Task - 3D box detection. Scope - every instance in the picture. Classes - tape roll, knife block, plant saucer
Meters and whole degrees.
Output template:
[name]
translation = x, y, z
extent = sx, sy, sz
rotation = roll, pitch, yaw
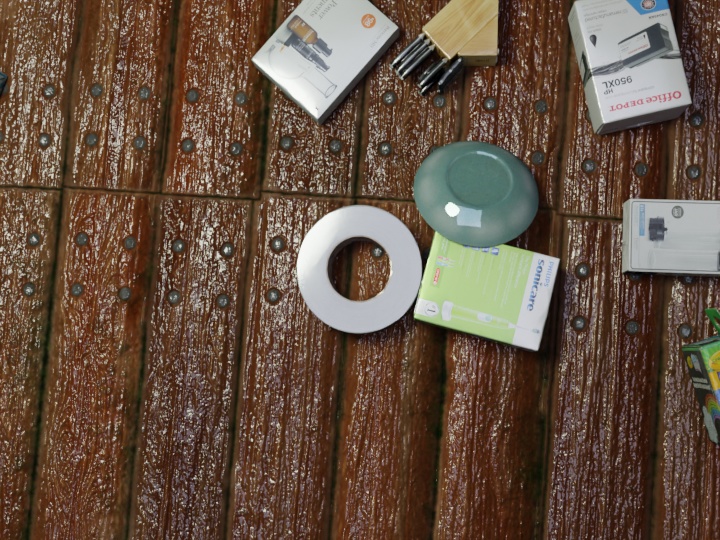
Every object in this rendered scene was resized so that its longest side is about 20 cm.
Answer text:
[tape roll]
translation = 0.000, 0.000, 1.598
extent = 0.198, 0.066, 0.203
rotation = 0, 86, 4
[knife block]
translation = 0.135, -0.385, 1.618
extent = 0.173, 0.064, 0.202
rotation = 2, 85, 4
[plant saucer]
translation = 0.182, -0.132, 1.563
extent = 0.199, 0.039, 0.203
rotation = 1, 59, -2

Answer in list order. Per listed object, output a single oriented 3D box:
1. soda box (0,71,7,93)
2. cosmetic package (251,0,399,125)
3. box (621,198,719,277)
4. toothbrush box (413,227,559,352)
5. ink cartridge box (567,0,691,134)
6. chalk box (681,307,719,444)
[soda box]
translation = -0.700, -0.339, 1.682
extent = 0.198, 0.068, 0.064
rotation = 22, 87, 6
[cosmetic package]
translation = -0.056, -0.364, 1.641
extent = 0.151, 0.052, 0.200
rotation = 41, 90, 4
[box]
translation = 0.512, -0.050, 1.561
extent = 0.198, 0.060, 0.118
rotation = 3, 86, 5
[toothbrush box]
translation = 0.195, 0.032, 1.568
extent = 0.198, 0.086, 0.147
rotation = 14, 85, 7
[ink cartridge box]
translation = 0.422, -0.331, 1.580
extent = 0.143, 0.084, 0.202
rotation = -12, 85, 4
[chalk box]
translation = 0.568, 0.150, 1.508
extent = 0.123, 0.125, 0.202
rotation = -16, 85, 3
